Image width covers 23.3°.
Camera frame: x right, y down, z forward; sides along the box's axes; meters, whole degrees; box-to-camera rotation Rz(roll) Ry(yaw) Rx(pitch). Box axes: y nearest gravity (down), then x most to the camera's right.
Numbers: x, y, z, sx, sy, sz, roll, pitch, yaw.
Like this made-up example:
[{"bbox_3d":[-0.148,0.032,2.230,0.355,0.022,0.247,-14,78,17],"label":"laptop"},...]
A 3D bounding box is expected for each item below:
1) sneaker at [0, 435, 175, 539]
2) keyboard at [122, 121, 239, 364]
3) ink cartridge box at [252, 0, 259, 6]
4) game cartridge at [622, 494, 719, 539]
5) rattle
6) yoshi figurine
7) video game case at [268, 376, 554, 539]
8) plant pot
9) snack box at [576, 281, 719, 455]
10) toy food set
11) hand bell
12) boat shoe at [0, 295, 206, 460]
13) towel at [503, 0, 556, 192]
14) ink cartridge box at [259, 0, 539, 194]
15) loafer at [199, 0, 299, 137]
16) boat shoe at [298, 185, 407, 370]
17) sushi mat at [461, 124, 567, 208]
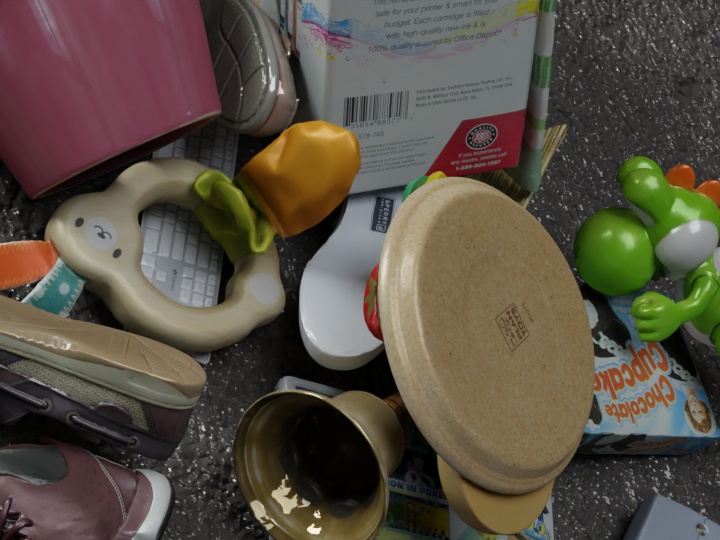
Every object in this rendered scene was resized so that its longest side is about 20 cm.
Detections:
[{"bbox_3d":[-0.179,0.166,0.911,0.115,0.076,0.201,29,39,-9],"label":"sneaker"},{"bbox_3d":[-0.112,-0.032,1.115,0.056,0.011,0.201,21,52,-22],"label":"keyboard"},{"bbox_3d":[0.027,-0.249,1.236,0.199,0.166,0.075,2,24,-33],"label":"ink cartridge box"},{"bbox_3d":[0.247,0.248,1.162,0.200,0.042,0.133,41,43,-5],"label":"game cartridge"},{"bbox_3d":[-0.116,-0.021,1.016,0.199,0.142,0.131,3,81,-35],"label":"rattle"},{"bbox_3d":[0.219,0.014,1.213,0.112,0.112,0.200,-48,113,-20],"label":"yoshi figurine"},{"bbox_3d":[0.035,0.171,1.077,0.199,0.022,0.184,17,54,-24],"label":"video game case"},{"bbox_3d":[-0.174,-0.149,1.039,0.199,0.199,0.180,-27,93,-41],"label":"plant pot"},{"bbox_3d":[0.159,0.066,1.194,0.199,0.037,0.117,6,58,-44],"label":"snack box"},{"bbox_3d":[0.075,0.040,1.050,0.200,0.048,0.198,51,44,-21],"label":"toy food set"},{"bbox_3d":[0.021,0.088,1.064,0.104,0.104,0.200,52,36,6],"label":"hand bell"},{"bbox_3d":[-0.187,0.055,0.964,0.198,0.065,0.072,16,11,-6],"label":"boat shoe"},{"bbox_3d":[0.092,-0.175,1.174,0.023,0.202,0.153,-7,29,-17],"label":"towel"},{"bbox_3d":[0.022,-0.176,1.121,0.144,0.201,0.145,-9,38,-18],"label":"ink cartridge box"},{"bbox_3d":[-0.077,-0.144,1.129,0.063,0.072,0.200,18,21,-36],"label":"loafer"},{"bbox_3d":[0.000,0.000,1.129,0.071,0.068,0.201,13,44,-2],"label":"boat shoe"},{"bbox_3d":[0.071,-0.028,1.183,0.012,0.095,0.201,57,42,-27],"label":"sushi mat"}]
